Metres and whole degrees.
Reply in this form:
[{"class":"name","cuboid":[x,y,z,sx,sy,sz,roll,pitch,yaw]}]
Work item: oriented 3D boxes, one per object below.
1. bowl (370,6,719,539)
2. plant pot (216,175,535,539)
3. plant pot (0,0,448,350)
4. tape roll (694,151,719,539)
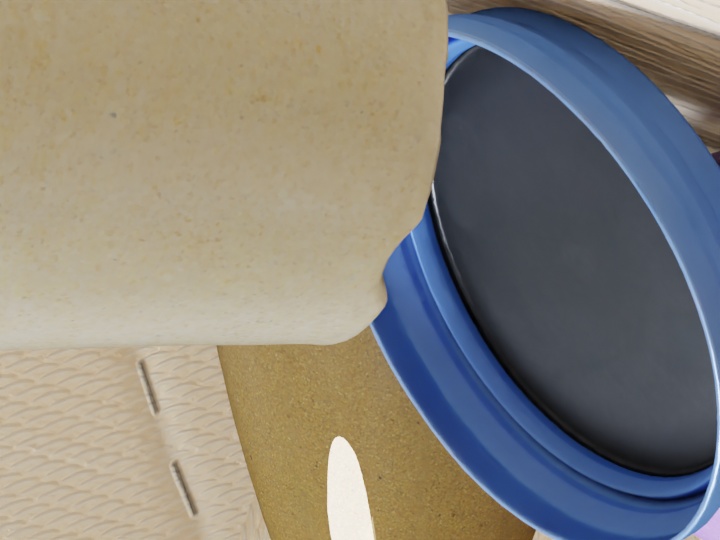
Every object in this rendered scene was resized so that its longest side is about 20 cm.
[{"class":"bowl","cuboid":[0.067,0.003,0.956,0.039,0.201,0.200,-28,-155,-29]},{"class":"plant pot","cuboid":[0.018,0.039,1.139,0.186,0.201,0.186,1,-170,0]},{"class":"plant pot","cuboid":[-0.082,-0.055,0.767,0.183,0.201,0.200,7,-178,-20]},{"class":"tape roll","cuboid":[0.182,0.043,1.049,0.200,0.066,0.200,20,148,13]}]
